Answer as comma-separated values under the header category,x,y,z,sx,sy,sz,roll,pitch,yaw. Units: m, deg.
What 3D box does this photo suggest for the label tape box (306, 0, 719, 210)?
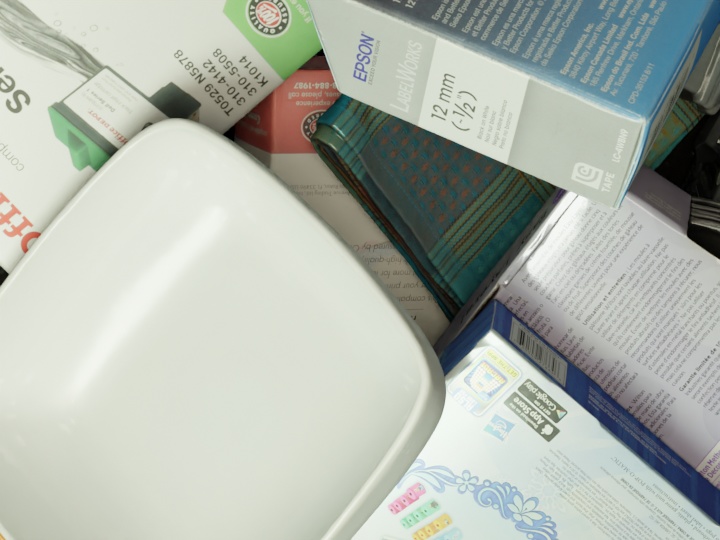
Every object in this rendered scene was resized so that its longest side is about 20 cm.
category,x,y,z,sx,sy,sz,roll,pitch,yaw
label tape box,0.054,-0.129,1.288,0.200,0.143,0.066,23,142,11

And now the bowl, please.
category,x,y,z,sx,sy,sz,roll,pitch,yaw
bowl,-0.066,0.057,1.281,0.200,0.075,0.200,46,104,25

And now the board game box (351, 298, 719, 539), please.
category,x,y,z,sx,sy,sz,roll,pitch,yaw
board game box,0.067,0.147,1.328,0.200,0.043,0.199,41,110,-10

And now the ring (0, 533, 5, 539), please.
category,x,y,z,sx,sy,sz,roll,pitch,yaw
ring,-0.200,0.163,1.425,0.200,0.019,0.201,18,123,30

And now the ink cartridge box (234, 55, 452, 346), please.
category,x,y,z,sx,sy,sz,roll,pitch,yaw
ink cartridge box,0.000,0.000,1.404,0.116,0.067,0.200,-1,100,-19

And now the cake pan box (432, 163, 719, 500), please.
category,x,y,z,sx,sy,sz,roll,pitch,yaw
cake pan box,0.127,0.062,1.333,0.184,0.052,0.200,32,115,-8

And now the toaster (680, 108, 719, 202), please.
category,x,y,z,sx,sy,sz,roll,pitch,yaw
toaster,0.191,0.024,1.401,0.129,0.114,0.200,27,105,-7

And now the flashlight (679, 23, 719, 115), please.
category,x,y,z,sx,sy,sz,roll,pitch,yaw
flashlight,0.183,-0.172,1.372,0.068,0.068,0.200,21,89,22

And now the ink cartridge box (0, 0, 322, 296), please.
category,x,y,z,sx,sy,sz,roll,pitch,yaw
ink cartridge box,-0.126,-0.109,1.324,0.200,0.084,0.146,-42,114,3

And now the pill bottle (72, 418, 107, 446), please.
category,x,y,z,sx,sy,sz,roll,pitch,yaw
pill bottle,-0.107,0.103,1.413,0.120,0.120,0.200,-27,100,5

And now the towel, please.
category,x,y,z,sx,sy,sz,roll,pitch,yaw
towel,0.082,-0.081,1.373,0.200,0.022,0.147,-47,116,-15
